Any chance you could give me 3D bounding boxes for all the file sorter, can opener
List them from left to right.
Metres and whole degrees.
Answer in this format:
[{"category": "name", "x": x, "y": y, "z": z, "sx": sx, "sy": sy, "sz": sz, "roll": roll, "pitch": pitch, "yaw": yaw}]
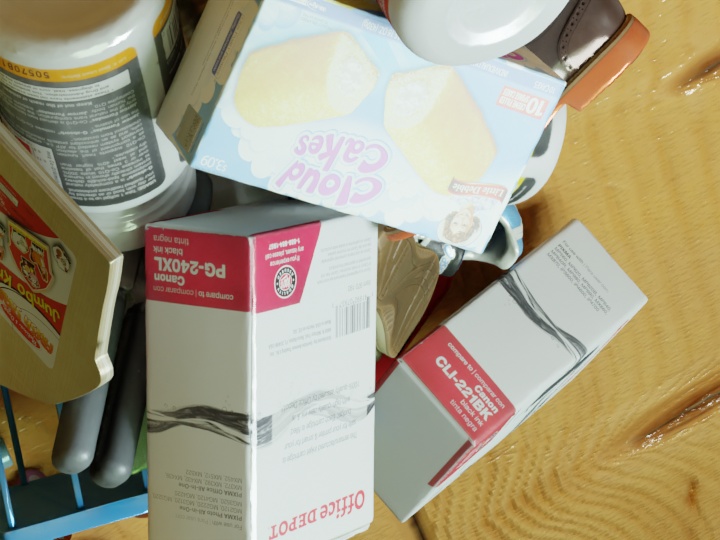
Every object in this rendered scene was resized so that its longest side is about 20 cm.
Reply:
[{"category": "file sorter", "x": -0.169, "y": 0.091, "z": 1.687, "sx": 0.199, "sy": 0.124, "sz": 0.139, "roll": -14, "pitch": -172, "yaw": -23}, {"category": "can opener", "x": -0.140, "y": 0.029, "z": 1.549, "sx": 0.052, "sy": 0.201, "sz": 0.066, "roll": 22, "pitch": 157, "yaw": -22}]

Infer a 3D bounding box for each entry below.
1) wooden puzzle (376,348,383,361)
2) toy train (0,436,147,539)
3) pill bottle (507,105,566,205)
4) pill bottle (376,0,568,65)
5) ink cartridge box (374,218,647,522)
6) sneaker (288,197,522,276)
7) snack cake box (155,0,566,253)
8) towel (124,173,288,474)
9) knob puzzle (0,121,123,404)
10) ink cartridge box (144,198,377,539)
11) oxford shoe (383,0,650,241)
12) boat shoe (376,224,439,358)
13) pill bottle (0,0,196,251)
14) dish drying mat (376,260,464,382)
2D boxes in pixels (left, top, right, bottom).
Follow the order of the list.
[{"category": "wooden puzzle", "x": -0.070, "y": 0.150, "z": 1.785, "sx": 0.185, "sy": 0.046, "sz": 0.200, "roll": -26, "pitch": -155, "yaw": 55}, {"category": "toy train", "x": -0.209, "y": 0.149, "z": 1.825, "sx": 0.199, "sy": 0.056, "sz": 0.151, "roll": -21, "pitch": 146, "yaw": -12}, {"category": "pill bottle", "x": 0.022, "y": -0.098, "z": 1.623, "sx": 0.199, "sy": 0.115, "sz": 0.115, "roll": 0, "pitch": 137, "yaw": -37}, {"category": "pill bottle", "x": 0.032, "y": -0.214, "z": 1.398, "sx": 0.112, "sy": 0.201, "sz": 0.113, "roll": -20, "pitch": 145, "yaw": -14}, {"category": "ink cartridge box", "x": 0.092, "y": 0.070, "z": 1.840, "sx": 0.200, "sy": 0.084, "sz": 0.144, "roll": -38, "pitch": 171, "yaw": -34}, {"category": "sneaker", "x": 0.028, "y": -0.030, "z": 1.756, "sx": 0.199, "sy": 0.073, "sz": 0.072, "roll": -3, "pitch": 140, "yaw": -33}, {"category": "snack cake box", "x": 0.000, "y": -0.094, "z": 1.442, "sx": 0.199, "sy": 0.067, "sz": 0.116, "roll": 16, "pitch": 108, "yaw": -30}, {"category": "towel", "x": -0.107, "y": 0.015, "z": 1.631, "sx": 0.148, "sy": 0.202, "sz": 0.031, "roll": -13, "pitch": -175, "yaw": -20}, {"category": "knob puzzle", "x": -0.203, "y": -0.008, "z": 1.506, "sx": 0.030, "sy": 0.220, "sz": 0.220, "roll": -31, "pitch": 152, "yaw": -34}, {"category": "ink cartridge box", "x": -0.058, "y": 0.066, "z": 1.550, "sx": 0.145, "sy": 0.083, "sz": 0.202, "roll": -14, "pitch": 107, "yaw": -58}, {"category": "oxford shoe", "x": 0.078, "y": -0.100, "z": 1.554, "sx": 0.200, "sy": 0.071, "sz": 0.073, "roll": -43, "pitch": 101, "yaw": 4}, {"category": "boat shoe", "x": 0.000, "y": 0.000, "z": 1.693, "sx": 0.072, "sy": 0.072, "sz": 0.200, "roll": -61, "pitch": 163, "yaw": -7}, {"category": "pill bottle", "x": -0.153, "y": -0.106, "z": 1.476, "sx": 0.116, "sy": 0.117, "sz": 0.201, "roll": -22, "pitch": 146, "yaw": -11}, {"category": "dish drying mat", "x": 0.002, "y": 0.060, "z": 1.903, "sx": 0.076, "sy": 0.018, "sz": 0.200, "roll": 2, "pitch": 135, "yaw": -38}]
